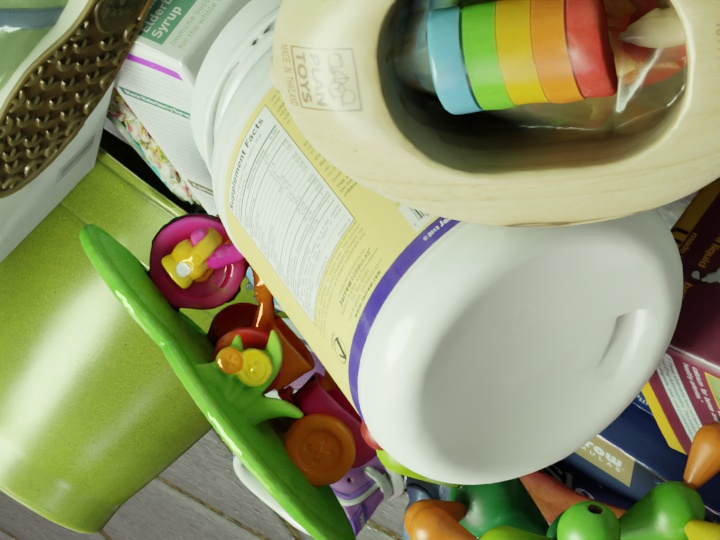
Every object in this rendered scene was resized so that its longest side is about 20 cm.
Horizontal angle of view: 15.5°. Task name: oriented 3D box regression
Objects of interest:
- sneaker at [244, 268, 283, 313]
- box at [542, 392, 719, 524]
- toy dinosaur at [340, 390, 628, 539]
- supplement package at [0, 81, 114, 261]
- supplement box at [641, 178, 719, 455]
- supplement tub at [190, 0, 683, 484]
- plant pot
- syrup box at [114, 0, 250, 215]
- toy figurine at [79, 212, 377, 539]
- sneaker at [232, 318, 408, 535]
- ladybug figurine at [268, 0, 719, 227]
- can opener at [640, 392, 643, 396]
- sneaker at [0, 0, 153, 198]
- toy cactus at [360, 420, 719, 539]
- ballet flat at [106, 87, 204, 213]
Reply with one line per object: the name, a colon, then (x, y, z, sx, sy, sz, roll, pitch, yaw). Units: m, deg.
sneaker: (0.002, 0.006, 1.442, 0.072, 0.072, 0.200, -30, 129, 33)
box: (0.138, 0.113, 1.308, 0.121, 0.032, 0.200, 32, 154, 19)
toy dinosaur: (0.065, 0.103, 1.314, 0.182, 0.200, 0.105, 52, -151, 6)
supplement package: (-0.218, -0.057, 1.320, 0.111, 0.156, 0.200, 43, 167, 0)
supplement box: (0.216, 0.053, 1.102, 0.200, 0.086, 0.110, 25, 160, 36)
supplement tub: (0.026, -0.025, 1.095, 0.200, 0.145, 0.146, 52, 178, 41)
plant pot: (-0.151, 0.039, 1.528, 0.200, 0.193, 0.200, 36, -177, -2)
syrup box: (-0.051, -0.080, 1.293, 0.081, 0.079, 0.200, 24, 159, 36)
toy figurine: (0.000, 0.000, 1.243, 0.200, 0.184, 0.150, 50, -176, -10)
sneaker: (0.025, 0.107, 1.416, 0.200, 0.115, 0.073, 13, 141, -8)
ladybug figurine: (0.063, -0.086, 0.962, 0.199, 0.072, 0.136, -1, 115, 17)
can opener: (0.133, 0.030, 1.307, 0.067, 0.054, 0.200, 7, -171, -45)
sneaker: (-0.144, -0.137, 1.188, 0.090, 0.201, 0.067, 42, -156, 23)
toy cactus: (0.097, 0.114, 1.159, 0.199, 0.103, 0.165, 17, 166, 9)
ballet flat: (-0.112, -0.108, 1.397, 0.064, 0.076, 0.200, -16, 138, 30)
